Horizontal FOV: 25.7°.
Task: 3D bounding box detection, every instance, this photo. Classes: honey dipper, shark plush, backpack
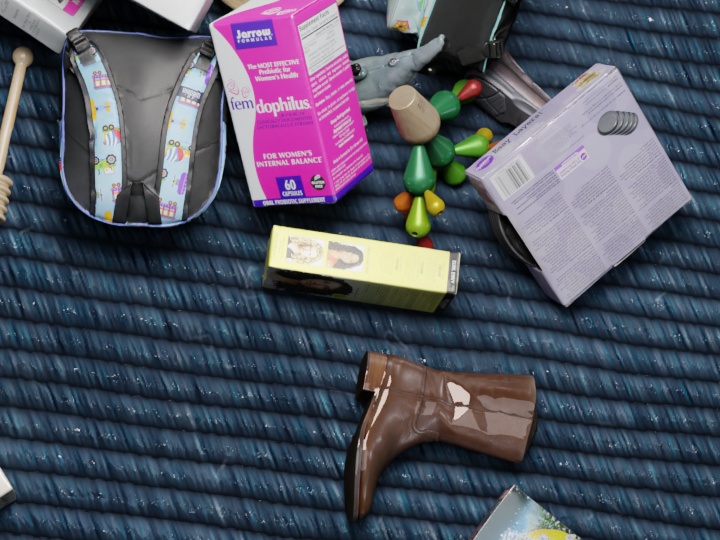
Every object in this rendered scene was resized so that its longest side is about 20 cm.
[{"bbox_3d":[-0.376,-0.146,1.669,0.038,0.038,0.200,9,69,-6],"label":"honey dipper"},{"bbox_3d":[0.009,-0.196,1.671,0.083,0.200,0.091,12,77,-52],"label":"shark plush"},{"bbox_3d":[-0.223,-0.139,1.635,0.182,0.135,0.201,1,83,-7],"label":"backpack"},{"bbox_3d":[0.113,-0.331,1.710,0.153,0.176,0.200,19,36,5],"label":"backpack"}]

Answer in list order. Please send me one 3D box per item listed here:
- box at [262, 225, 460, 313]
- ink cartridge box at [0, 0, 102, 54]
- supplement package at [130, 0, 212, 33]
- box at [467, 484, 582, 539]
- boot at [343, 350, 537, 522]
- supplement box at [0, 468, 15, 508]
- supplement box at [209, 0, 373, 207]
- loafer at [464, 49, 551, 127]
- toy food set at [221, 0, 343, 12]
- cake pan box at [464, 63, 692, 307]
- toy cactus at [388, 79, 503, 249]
[{"bbox_3d":[0.000,0.000,1.661,0.199,0.075,0.050,8,71,-5],"label":"box"},{"bbox_3d":[-0.335,-0.351,1.665,0.173,0.044,0.200,34,57,-9],"label":"ink cartridge box"},{"bbox_3d":[-0.230,-0.334,1.583,0.200,0.110,0.114,28,95,-5],"label":"supplement package"},{"bbox_3d":[0.148,0.339,1.603,0.137,0.038,0.200,39,72,3],"label":"box"},{"bbox_3d":[0.089,0.183,1.632,0.200,0.064,0.187,12,75,-10],"label":"boot"},{"bbox_3d":[-0.453,0.219,1.530,0.200,0.074,0.126,-33,82,-16],"label":"supplement box"},{"bbox_3d":[-0.069,-0.176,1.622,0.101,0.103,0.200,-2,111,28],"label":"supplement box"},{"bbox_3d":[0.208,-0.170,1.743,0.200,0.072,0.063,40,65,3],"label":"loafer"},{"bbox_3d":[-0.094,-0.364,1.764,0.198,0.049,0.200,-20,78,-13],"label":"toy food set"},{"bbox_3d":[0.232,-0.088,1.676,0.200,0.052,0.184,-41,113,-7],"label":"cake pan box"},{"bbox_3d":[0.081,-0.132,1.668,0.102,0.165,0.200,17,70,35],"label":"toy cactus"}]
